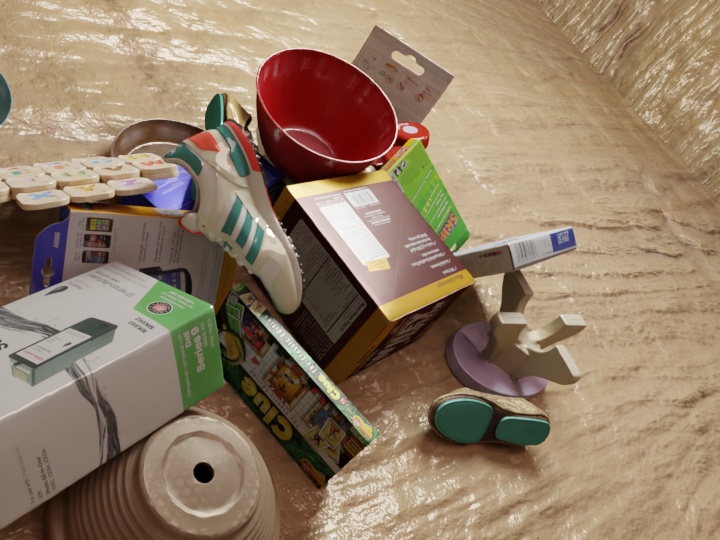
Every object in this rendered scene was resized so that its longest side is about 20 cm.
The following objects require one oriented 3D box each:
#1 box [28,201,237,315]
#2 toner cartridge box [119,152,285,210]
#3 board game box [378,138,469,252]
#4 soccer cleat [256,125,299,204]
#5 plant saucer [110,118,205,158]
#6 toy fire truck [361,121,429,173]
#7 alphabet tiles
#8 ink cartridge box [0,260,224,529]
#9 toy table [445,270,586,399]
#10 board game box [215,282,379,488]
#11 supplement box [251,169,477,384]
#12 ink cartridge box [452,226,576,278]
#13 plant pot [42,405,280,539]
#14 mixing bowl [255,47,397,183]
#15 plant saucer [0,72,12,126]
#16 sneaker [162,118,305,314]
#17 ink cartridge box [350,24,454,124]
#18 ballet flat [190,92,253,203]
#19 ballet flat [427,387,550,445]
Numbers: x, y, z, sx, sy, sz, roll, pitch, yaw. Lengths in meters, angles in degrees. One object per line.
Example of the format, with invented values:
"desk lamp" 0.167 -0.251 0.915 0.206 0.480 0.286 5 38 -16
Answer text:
"box" -0.220 -0.002 0.634 0.198 0.120 0.041 3 18 -38
"toner cartridge box" -0.183 -0.096 0.770 0.095 0.043 0.200 42 37 1
"board game box" 0.094 -0.089 0.962 0.030 0.096 0.201 26 -23 53
"soccer cleat" -0.118 -0.147 0.915 0.085 0.069 0.201 -2 57 -43
"plant saucer" -0.220 -0.113 0.817 0.199 0.035 0.202 23 41 -22
"toy fire truck" 0.018 -0.164 1.034 0.166 0.113 0.201 10 40 5
"alphabet tiles" -0.292 -0.095 0.643 0.198 0.015 0.195 -15 24 -32
"ink cartridge box" -0.231 0.081 0.503 0.145 0.085 0.199 19 32 32
"toy table" 0.228 0.102 0.916 0.199 0.117 0.185 -7 57 -43
"board game box" -0.079 0.118 0.645 0.200 0.105 0.023 46 41 9
"supplement box" 0.000 0.000 0.809 0.196 0.133 0.201 -19 65 -49
"ink cartridge box" 0.182 -0.018 0.935 0.195 0.199 0.044 -15 93 -48
"plant pot" -0.146 0.186 0.529 0.199 0.093 0.202 23 39 -20
"mixing bowl" -0.061 -0.189 0.865 0.198 0.109 0.202 15 52 -20
"plant saucer" -0.484 -0.196 0.681 0.198 0.027 0.201 24 39 -21
"sneaker" -0.127 -0.040 0.631 0.093 0.070 0.202 -24 104 -20
"ink cartridge box" 0.040 -0.302 1.094 0.159 0.200 0.048 27 39 -17
"ballet flat" -0.153 -0.138 0.751 0.063 0.068 0.202 31 37 -32
"ballet flat" 0.156 0.186 0.826 0.198 0.071 0.065 19 14 -29
